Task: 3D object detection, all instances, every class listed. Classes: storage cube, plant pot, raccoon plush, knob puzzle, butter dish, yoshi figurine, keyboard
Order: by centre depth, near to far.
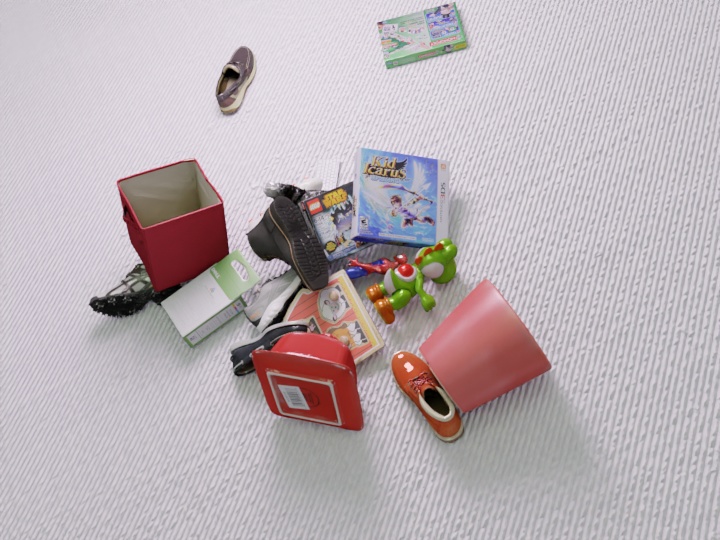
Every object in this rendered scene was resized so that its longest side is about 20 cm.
[{"bbox_3d":[0.212,0.145,1.418,0.177,0.201,0.201,-36,59,3],"label":"plant pot"},{"bbox_3d":[-0.079,0.181,1.472,0.197,0.201,0.149,7,47,17],"label":"butter dish"},{"bbox_3d":[-0.077,0.121,1.555,0.217,0.030,0.223,-3,78,17],"label":"knob puzzle"},{"bbox_3d":[0.116,0.023,1.568,0.199,0.112,0.113,-37,88,4],"label":"yoshi figurine"},{"bbox_3d":[-0.117,-0.094,1.643,0.198,0.097,0.136,7,78,-22],"label":"raccoon plush"},{"bbox_3d":[-0.390,-0.097,1.662,0.198,0.181,0.171,-22,50,-22],"label":"storage cube"},{"bbox_3d":[-0.083,-0.165,1.759,0.056,0.011,0.202,0,61,14],"label":"keyboard"}]

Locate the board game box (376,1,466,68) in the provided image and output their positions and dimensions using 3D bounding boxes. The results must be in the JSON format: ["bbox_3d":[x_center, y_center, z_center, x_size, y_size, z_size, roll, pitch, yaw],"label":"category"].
[{"bbox_3d":[0.146,-0.569,1.919,0.197,0.029,0.136,-12,60,7],"label":"board game box"}]

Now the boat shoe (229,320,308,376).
[{"bbox_3d":[-0.175,0.153,1.544,0.199,0.075,0.061,-28,60,37],"label":"boat shoe"}]

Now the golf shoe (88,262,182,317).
[{"bbox_3d":[-0.485,0.037,1.712,0.197,0.078,0.095,-14,55,-7],"label":"golf shoe"}]

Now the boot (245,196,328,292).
[{"bbox_3d":[-0.148,-0.028,1.591,0.138,0.077,0.202,-38,70,42],"label":"boot"}]

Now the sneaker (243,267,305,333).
[{"bbox_3d":[-0.160,0.033,1.622,0.079,0.074,0.201,36,74,13],"label":"sneaker"}]

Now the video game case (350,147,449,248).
[{"bbox_3d":[0.082,-0.143,1.605,0.197,0.045,0.184,6,78,-17],"label":"video game case"}]

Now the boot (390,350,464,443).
[{"bbox_3d":[0.116,0.210,1.445,0.075,0.108,0.200,-36,58,-6],"label":"boot"}]

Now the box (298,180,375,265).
[{"bbox_3d":[-0.012,-0.111,1.620,0.198,0.040,0.138,-25,95,-21],"label":"box"}]

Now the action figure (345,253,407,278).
[{"bbox_3d":[0.000,0.000,1.605,0.197,0.065,0.052,-12,82,13],"label":"action figure"}]

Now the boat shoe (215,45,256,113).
[{"bbox_3d":[-0.309,-0.484,1.961,0.072,0.065,0.202,0,60,16],"label":"boat shoe"}]

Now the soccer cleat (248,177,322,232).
[{"bbox_3d":[-0.153,-0.122,1.724,0.199,0.069,0.078,-38,64,-1],"label":"soccer cleat"}]

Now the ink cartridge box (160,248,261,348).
[{"bbox_3d":[-0.304,0.057,1.660,0.199,0.059,0.104,-37,60,-8],"label":"ink cartridge box"}]
